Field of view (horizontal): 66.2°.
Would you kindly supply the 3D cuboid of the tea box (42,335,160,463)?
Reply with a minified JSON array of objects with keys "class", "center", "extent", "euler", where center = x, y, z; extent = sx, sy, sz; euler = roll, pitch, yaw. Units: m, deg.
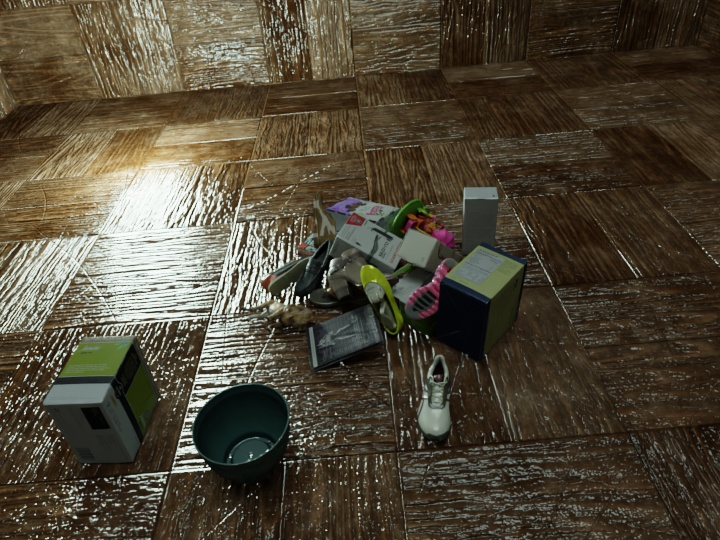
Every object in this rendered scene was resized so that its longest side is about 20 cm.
[{"class":"tea box","center":[-0.565,0.286,1.236],"extent":[0.132,0.202,0.198],"euler":[-2,36,5]}]

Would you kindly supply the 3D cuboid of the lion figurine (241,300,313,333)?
[{"class":"lion figurine","center":[-0.230,0.115,1.530],"extent":[0.122,0.073,0.199],"euler":[-27,37,-37]}]

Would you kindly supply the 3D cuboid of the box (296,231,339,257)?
[{"class":"box","center":[-0.086,-0.070,1.777],"extent":[0.198,0.040,0.137],"euler":[17,43,27]}]

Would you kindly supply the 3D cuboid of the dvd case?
[{"class":"dvd case","center":[-0.044,0.171,1.435],"extent":[0.198,0.016,0.149],"euler":[-22,37,4]}]

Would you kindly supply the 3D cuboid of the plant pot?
[{"class":"plant pot","center":[-0.238,0.357,1.156],"extent":[0.197,0.136,0.201],"euler":[-3,37,2]}]

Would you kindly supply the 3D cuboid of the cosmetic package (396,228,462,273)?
[{"class":"cosmetic package","center":[0.200,-0.041,1.571],"extent":[0.103,0.088,0.199],"euler":[27,2,32]}]

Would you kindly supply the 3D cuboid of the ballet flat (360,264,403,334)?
[{"class":"ballet flat","center":[0.056,0.081,1.438],"extent":[0.066,0.202,0.067],"euler":[-19,20,25]}]

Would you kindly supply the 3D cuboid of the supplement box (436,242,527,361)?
[{"class":"supplement box","center":[0.306,0.076,1.402],"extent":[0.133,0.202,0.199],"euler":[27,48,32]}]

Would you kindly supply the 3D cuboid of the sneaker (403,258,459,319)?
[{"class":"sneaker","center":[0.181,0.056,1.437],"extent":[0.200,0.095,0.079],"euler":[-43,93,-20]}]

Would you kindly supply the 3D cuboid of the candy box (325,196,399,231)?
[{"class":"candy box","center":[0.007,-0.175,1.850],"extent":[0.198,0.072,0.167],"euler":[16,28,25]}]

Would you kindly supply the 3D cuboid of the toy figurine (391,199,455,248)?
[{"class":"toy figurine","center":[0.227,-0.116,1.760],"extent":[0.184,0.151,0.199],"euler":[39,29,26]}]

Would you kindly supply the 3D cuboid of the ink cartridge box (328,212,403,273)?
[{"class":"ink cartridge box","center":[0.027,-0.064,1.656],"extent":[0.198,0.084,0.145],"euler":[30,42,1]}]

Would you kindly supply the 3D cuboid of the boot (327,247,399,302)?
[{"class":"boot","center":[0.000,0.000,1.533],"extent":[0.197,0.070,0.148],"euler":[-17,54,9]}]

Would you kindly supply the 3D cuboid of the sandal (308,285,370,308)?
[{"class":"sandal","center":[-0.052,0.065,1.579],"extent":[0.197,0.055,0.082],"euler":[1,36,19]}]

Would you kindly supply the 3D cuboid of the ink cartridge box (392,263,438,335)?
[{"class":"ink cartridge box","center":[0.159,0.073,1.532],"extent":[0.147,0.077,0.199],"euler":[-32,41,-30]}]

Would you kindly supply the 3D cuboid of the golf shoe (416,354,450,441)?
[{"class":"golf shoe","center":[0.167,0.284,1.243],"extent":[0.076,0.089,0.201],"euler":[2,39,7]}]

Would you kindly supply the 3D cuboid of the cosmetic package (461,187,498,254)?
[{"class":"cosmetic package","center":[0.363,-0.149,1.692],"extent":[0.100,0.202,0.072],"euler":[1,37,8]}]

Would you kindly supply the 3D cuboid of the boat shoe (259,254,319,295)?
[{"class":"boat shoe","center":[-0.211,0.003,1.677],"extent":[0.199,0.072,0.062],"euler":[-33,42,-26]}]

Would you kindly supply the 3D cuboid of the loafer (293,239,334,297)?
[{"class":"loafer","center":[-0.138,-0.008,1.644],"extent":[0.067,0.071,0.201],"euler":[15,55,33]}]

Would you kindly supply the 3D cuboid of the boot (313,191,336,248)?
[{"class":"boot","center":[-0.116,-0.165,1.778],"extent":[0.074,0.074,0.203],"euler":[-6,65,1]}]
